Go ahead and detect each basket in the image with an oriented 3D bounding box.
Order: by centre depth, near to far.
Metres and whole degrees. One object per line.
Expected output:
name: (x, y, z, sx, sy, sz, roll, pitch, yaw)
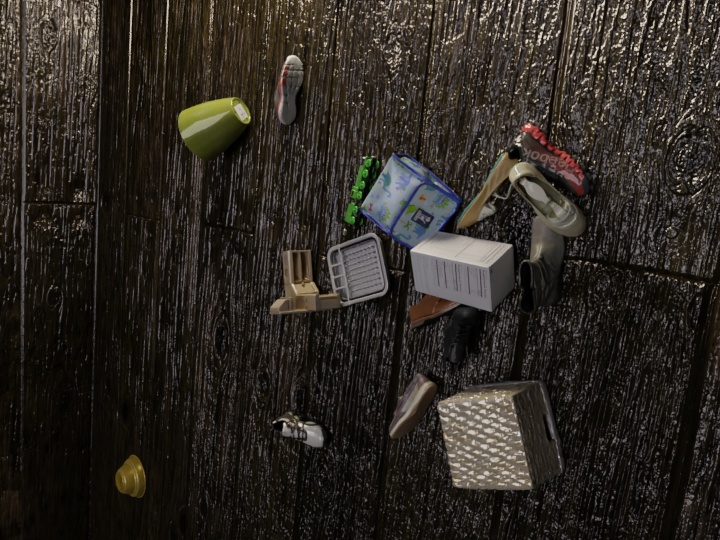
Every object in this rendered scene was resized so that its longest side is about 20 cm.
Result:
basket: (0.297, 0.349, 1.084, 0.199, 0.160, 0.200, -17, 80, 39)

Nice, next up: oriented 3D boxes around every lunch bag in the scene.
lunch bag: (0.125, -0.160, 1.242, 0.200, 0.127, 0.171, 41, 116, 14)

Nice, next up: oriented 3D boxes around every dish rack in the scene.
dish rack: (0.000, 0.000, 1.406, 0.199, 0.043, 0.173, -18, 80, 41)

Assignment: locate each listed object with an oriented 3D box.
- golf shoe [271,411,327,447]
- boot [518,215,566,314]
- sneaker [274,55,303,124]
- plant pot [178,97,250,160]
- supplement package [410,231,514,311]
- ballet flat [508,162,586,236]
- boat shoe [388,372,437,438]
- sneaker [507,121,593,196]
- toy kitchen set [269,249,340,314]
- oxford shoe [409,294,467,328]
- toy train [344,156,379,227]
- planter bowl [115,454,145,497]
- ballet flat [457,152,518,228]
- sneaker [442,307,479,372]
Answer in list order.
golf shoe: (-0.190, 0.501, 1.569, 0.199, 0.094, 0.079, 7, 96, 40)
boot: (0.361, -0.017, 1.025, 0.067, 0.130, 0.202, -2, 91, 41)
sneaker: (-0.236, -0.558, 1.569, 0.082, 0.077, 0.202, 27, 109, 44)
plant pot: (-0.479, -0.502, 1.737, 0.199, 0.187, 0.189, -19, 79, 25)
supplement package: (0.227, -0.003, 1.137, 0.199, 0.114, 0.110, 16, 129, 40)
ballet flat: (0.368, -0.129, 0.991, 0.200, 0.070, 0.069, 38, 123, -9)
boat shoe: (0.126, 0.345, 1.299, 0.065, 0.071, 0.201, 52, 127, 41)
sneaker: (0.374, -0.208, 1.028, 0.098, 0.071, 0.201, -39, 62, 5)
toy kitchen set: (-0.180, 0.029, 1.456, 0.199, 0.162, 0.182, -5, 89, 57)
oxford shoe: (0.189, 0.080, 1.227, 0.199, 0.071, 0.072, -27, 69, 40)
toy train: (0.001, -0.218, 1.398, 0.056, 0.041, 0.202, 34, 115, 47)
planter bowl: (-1.101, 0.987, 2.410, 0.199, 0.083, 0.202, 3, 95, 41)
ballet flat: (0.289, -0.163, 1.129, 0.063, 0.068, 0.201, 39, 119, 17)
sneaker: (0.225, 0.160, 1.159, 0.200, 0.059, 0.105, 105, 169, -67)
